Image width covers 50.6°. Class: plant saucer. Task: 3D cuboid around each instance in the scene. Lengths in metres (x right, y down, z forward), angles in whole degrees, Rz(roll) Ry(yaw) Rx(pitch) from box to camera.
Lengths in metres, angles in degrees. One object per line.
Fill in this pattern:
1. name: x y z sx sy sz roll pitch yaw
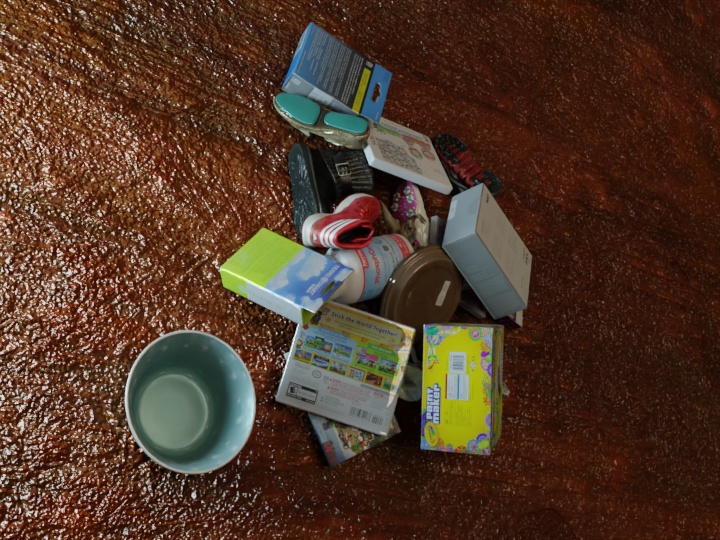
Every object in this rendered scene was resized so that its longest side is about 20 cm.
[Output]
1. plant saucer: 0.120 0.051 1.423 0.196 0.029 0.205 -20 124 -31

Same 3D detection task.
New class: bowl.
1. bowl: -0.263 0.202 1.125 0.197 0.104 0.206 14 64 -30

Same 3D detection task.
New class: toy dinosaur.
1. toy dinosaur: 0.076 -0.067 1.463 0.057 0.100 0.204 -1 65 -48

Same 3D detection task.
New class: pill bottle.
1. pill bottle: 0.000 0.000 1.387 0.196 0.108 0.111 -12 79 -37

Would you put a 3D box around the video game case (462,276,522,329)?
1. video game case: 0.280 0.000 1.599 0.199 0.035 0.186 34 53 -39

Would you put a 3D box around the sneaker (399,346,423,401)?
1. sneaker: 0.041 0.160 1.383 0.195 0.129 0.081 21 97 12

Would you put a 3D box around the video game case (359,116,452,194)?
1. video game case: 0.083 -0.244 1.547 0.196 0.024 0.184 17 37 -30

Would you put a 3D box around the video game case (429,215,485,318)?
1. video game case: 0.200 -0.004 1.547 0.198 0.018 0.147 31 56 -44

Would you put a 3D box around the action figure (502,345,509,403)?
1. action figure: 0.218 0.214 1.462 0.117 0.102 0.203 31 55 -12

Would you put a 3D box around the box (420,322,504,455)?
1. box: 0.181 0.196 1.322 0.192 0.118 0.206 11 81 -73

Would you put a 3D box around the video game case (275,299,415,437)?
1. video game case: -0.023 0.157 1.268 0.195 0.023 0.187 18 80 -3

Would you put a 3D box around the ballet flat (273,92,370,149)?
1. ballet flat: -0.077 -0.278 1.462 0.196 0.066 0.071 23 57 8

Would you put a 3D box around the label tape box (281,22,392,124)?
1. label tape box: -0.044 -0.379 1.526 0.197 0.063 0.147 28 58 -19

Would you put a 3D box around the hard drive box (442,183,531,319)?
1. hard drive box: 0.248 -0.037 1.468 0.201 0.076 0.158 52 35 -26

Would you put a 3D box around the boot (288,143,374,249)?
1. boot: -0.045 -0.140 1.429 0.154 0.079 0.217 4 69 -34

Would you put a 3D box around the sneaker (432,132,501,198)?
1. sneaker: 0.219 -0.209 1.651 0.070 0.099 0.201 -30 67 -26

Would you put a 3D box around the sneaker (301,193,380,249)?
1. sneaker: -0.001 -0.075 1.336 0.199 0.113 0.080 -33 126 -43

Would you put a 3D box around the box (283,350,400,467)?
1. box: -0.032 0.208 1.290 0.134 0.038 0.204 -23 85 -9

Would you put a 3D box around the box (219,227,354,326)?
1. box: -0.121 0.011 1.264 0.196 0.048 0.122 24 49 25

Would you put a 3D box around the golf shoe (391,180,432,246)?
1. golf shoe: 0.115 -0.079 1.532 0.090 0.074 0.206 4 76 -45
